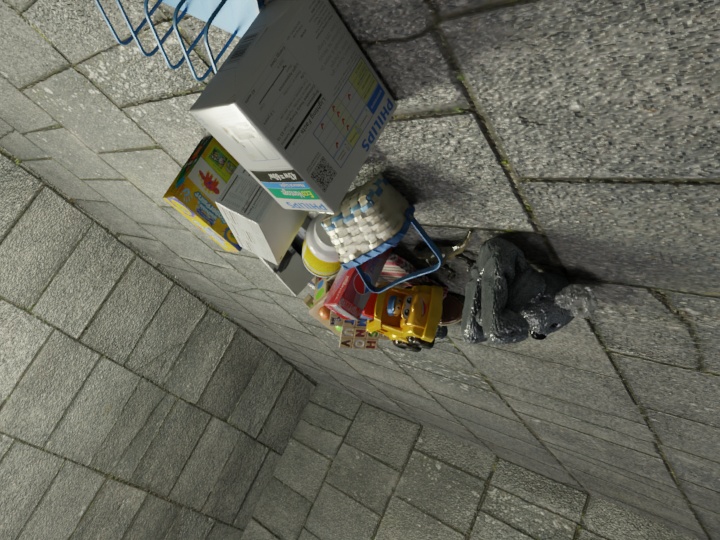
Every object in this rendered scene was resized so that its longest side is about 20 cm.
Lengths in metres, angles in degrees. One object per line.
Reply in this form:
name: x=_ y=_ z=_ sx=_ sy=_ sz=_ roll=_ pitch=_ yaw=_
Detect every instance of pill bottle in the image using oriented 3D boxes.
pill bottle: x=-0.072 y=-0.063 z=1.266 sx=0.110 sy=0.115 sz=0.200 roll=29 pitch=162 yaw=-2

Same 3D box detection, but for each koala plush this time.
koala plush: x=0.298 y=0.046 z=0.981 sx=0.193 sy=0.190 sz=0.177 roll=9 pitch=173 yaw=-8

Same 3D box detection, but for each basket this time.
basket: x=0.038 y=-0.060 z=1.031 sx=0.173 sy=0.140 sz=0.203 roll=-22 pitch=110 yaw=33

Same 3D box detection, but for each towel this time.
towel: x=0.096 y=0.007 z=1.300 sx=0.198 sy=0.031 sz=0.145 roll=34 pitch=164 yaw=-31

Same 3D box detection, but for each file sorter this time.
file sorter: x=-0.244 y=-0.357 z=0.764 sx=0.196 sy=0.125 sz=0.139 roll=27 pitch=161 yaw=10

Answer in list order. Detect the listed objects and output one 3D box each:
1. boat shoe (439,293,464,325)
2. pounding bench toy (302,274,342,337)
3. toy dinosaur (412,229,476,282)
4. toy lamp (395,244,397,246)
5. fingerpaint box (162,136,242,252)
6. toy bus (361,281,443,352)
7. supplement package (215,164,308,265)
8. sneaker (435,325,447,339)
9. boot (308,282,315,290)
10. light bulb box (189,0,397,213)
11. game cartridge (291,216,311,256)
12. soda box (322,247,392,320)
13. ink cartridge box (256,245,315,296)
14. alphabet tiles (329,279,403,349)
boat shoe: x=0.189 y=0.094 z=1.370 sx=0.073 sy=0.077 sz=0.199 roll=13 pitch=174 yaw=-40
pounding bench toy: x=-0.071 y=0.087 z=1.431 sx=0.123 sy=0.158 sz=0.199 roll=37 pitch=119 yaw=-26
toy dinosaur: x=0.175 y=-0.026 z=1.106 sx=0.088 sy=0.048 sz=0.198 roll=43 pitch=155 yaw=-18
toy lamp: x=-0.005 y=-0.110 z=1.136 sx=0.196 sy=0.059 sz=0.058 roll=28 pitch=161 yaw=4
fingerpaint box: x=-0.320 y=-0.170 z=1.278 sx=0.072 sy=0.170 sz=0.200 roll=6 pitch=152 yaw=47
toy bus: x=0.072 y=0.083 z=1.218 sx=0.186 sy=0.140 sz=0.200 roll=18 pitch=166 yaw=-9
supplement package: x=-0.201 y=-0.138 z=1.199 sx=0.108 sy=0.159 sz=0.201 roll=25 pitch=161 yaw=12
sneaker: x=0.167 y=0.138 z=1.513 sx=0.197 sy=0.079 sz=0.086 roll=20 pitch=173 yaw=46
boot: x=-0.134 y=0.009 z=1.597 sx=0.196 sy=0.074 sz=0.091 roll=26 pitch=167 yaw=13
light bulb box: x=-0.082 y=-0.219 z=0.753 sx=0.123 sy=0.202 sz=0.200 roll=11 pitch=153 yaw=46
game cartridge: x=-0.143 y=-0.085 z=1.438 sx=0.131 sy=0.041 sz=0.201 roll=21 pitch=160 yaw=34
soda box: x=0.000 y=0.000 z=1.179 sx=0.063 sy=0.204 sz=0.069 roll=35 pitch=161 yaw=-26
ink cartridge box: x=-0.215 y=-0.040 z=1.468 sx=0.201 sy=0.084 sz=0.145 roll=48 pitch=173 yaw=-12
alphabet tiles: x=0.007 y=0.110 z=1.349 sx=0.161 sy=0.008 sz=0.205 roll=4 pitch=122 yaw=-9
